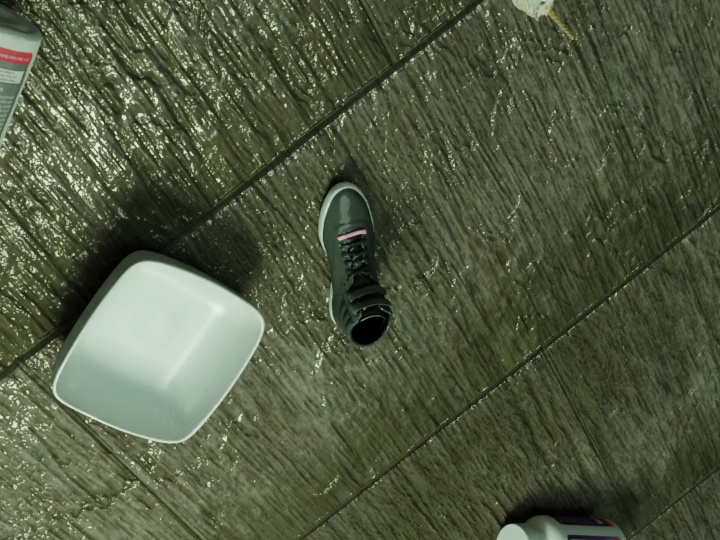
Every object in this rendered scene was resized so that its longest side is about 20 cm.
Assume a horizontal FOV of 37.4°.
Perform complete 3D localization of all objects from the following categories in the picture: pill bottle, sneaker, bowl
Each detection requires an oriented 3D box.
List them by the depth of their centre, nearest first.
[{"bbox_3d":[-0.374,-0.145,0.962,0.110,0.111,0.201,17,108,-34],"label":"pill bottle"},{"bbox_3d":[-0.228,0.078,1.190,0.199,0.075,0.200,30,101,-36],"label":"bowl"},{"bbox_3d":[0.000,0.000,1.250,0.070,0.099,0.202,-13,121,-18],"label":"sneaker"},{"bbox_3d":[0.311,0.440,1.657,0.198,0.111,0.112,11,112,-31],"label":"pill bottle"}]

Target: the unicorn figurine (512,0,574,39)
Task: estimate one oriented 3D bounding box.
[{"bbox_3d":[0.164,-0.355,1.161,0.198,0.074,0.138,12,121,-17],"label":"unicorn figurine"}]
